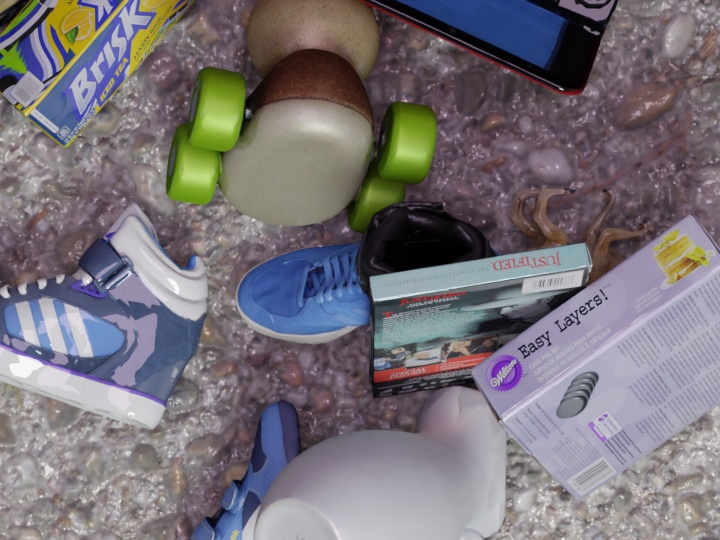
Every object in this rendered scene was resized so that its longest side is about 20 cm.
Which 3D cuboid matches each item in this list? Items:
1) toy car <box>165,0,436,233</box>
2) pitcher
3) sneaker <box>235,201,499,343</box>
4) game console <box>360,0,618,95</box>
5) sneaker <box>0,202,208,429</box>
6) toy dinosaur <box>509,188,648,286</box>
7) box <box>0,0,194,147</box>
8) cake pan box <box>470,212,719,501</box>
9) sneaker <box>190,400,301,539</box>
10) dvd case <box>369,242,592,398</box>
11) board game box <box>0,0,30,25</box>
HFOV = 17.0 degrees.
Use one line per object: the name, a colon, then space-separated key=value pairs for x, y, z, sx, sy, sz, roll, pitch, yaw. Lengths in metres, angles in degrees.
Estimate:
toy car: x=-0.038 y=-0.146 z=1.686 sx=0.163 sy=0.158 sz=0.201 roll=10 pitch=63 yaw=-12
pitcher: x=0.025 y=0.186 z=1.639 sx=0.121 sy=0.200 sz=0.172 roll=-8 pitch=98 yaw=39
sneaker: x=0.000 y=-0.001 z=1.656 sx=0.199 sy=0.111 sz=0.077 roll=1 pitch=67 yaw=15
game console: x=0.094 y=-0.232 z=1.676 sx=0.199 sy=0.119 sz=0.173 roll=25 pitch=89 yaw=0
sneaker: x=-0.206 y=0.014 z=1.697 sx=0.199 sy=0.081 sz=0.147 roll=20 pitch=81 yaw=4
toy dinosaur: x=0.133 y=-0.007 z=1.702 sx=0.199 sy=0.058 sz=0.102 roll=-1 pitch=90 yaw=0
box: x=-0.175 y=-0.188 z=1.691 sx=0.064 sy=0.070 sz=0.200 roll=41 pitch=89 yaw=26
cake pan box: x=0.186 y=0.065 z=1.632 sx=0.184 sy=0.200 sz=0.052 roll=-35 pitch=60 yaw=7
sneaker: x=-0.084 y=0.188 z=1.692 sx=0.082 sy=0.074 sz=0.201 roll=10 pitch=88 yaw=2
dvd case: x=0.077 y=0.037 z=1.625 sx=0.145 sy=0.200 sz=0.022 roll=-9 pitch=70 yaw=-3
board game box: x=-0.330 y=-0.195 z=1.651 sx=0.136 sy=0.035 sz=0.200 roll=48 pitch=48 yaw=0
